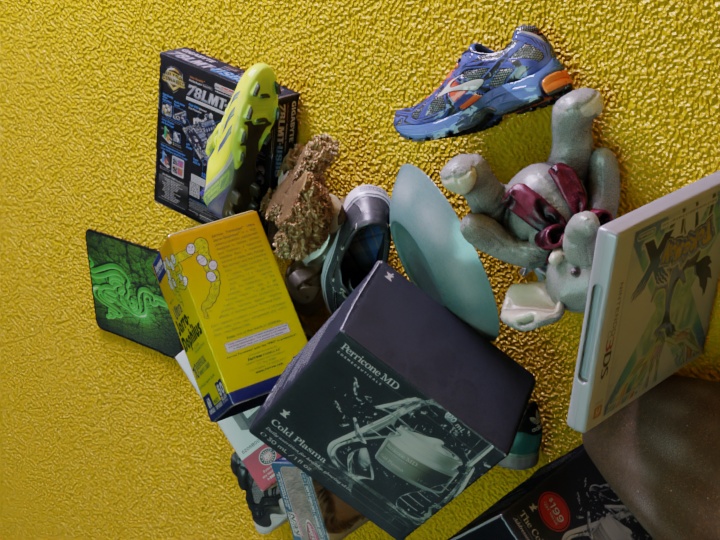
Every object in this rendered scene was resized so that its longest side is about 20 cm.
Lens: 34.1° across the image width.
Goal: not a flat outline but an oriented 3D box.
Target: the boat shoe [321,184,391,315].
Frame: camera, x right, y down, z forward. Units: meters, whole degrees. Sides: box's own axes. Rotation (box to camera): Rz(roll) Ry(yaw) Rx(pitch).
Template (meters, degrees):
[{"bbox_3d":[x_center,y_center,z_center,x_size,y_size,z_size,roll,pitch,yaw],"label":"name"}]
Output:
[{"bbox_3d":[0.000,0.000,1.285,0.066,0.070,0.200,-95,16,-45],"label":"boat shoe"}]

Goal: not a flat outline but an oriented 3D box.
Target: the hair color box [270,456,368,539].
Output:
[{"bbox_3d":[0.000,0.219,1.312,0.060,0.200,0.100,-7,103,44],"label":"hair color box"}]

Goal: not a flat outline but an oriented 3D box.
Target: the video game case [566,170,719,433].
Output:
[{"bbox_3d":[0.250,0.023,0.992,0.022,0.200,0.183,25,123,36],"label":"video game case"}]

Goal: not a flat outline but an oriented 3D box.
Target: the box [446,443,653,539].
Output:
[{"bbox_3d":[0.213,0.300,1.161,0.104,0.182,0.200,-41,79,44],"label":"box"}]

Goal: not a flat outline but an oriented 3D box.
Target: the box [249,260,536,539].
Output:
[{"bbox_3d":[0.031,0.133,1.170,0.200,0.124,0.197,37,130,-5],"label":"box"}]

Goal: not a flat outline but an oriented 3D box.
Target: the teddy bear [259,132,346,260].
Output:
[{"bbox_3d":[-0.060,-0.076,1.285,0.145,0.067,0.200,-68,17,-8],"label":"teddy bear"}]

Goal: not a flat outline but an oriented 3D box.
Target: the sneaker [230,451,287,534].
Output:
[{"bbox_3d":[-0.104,0.259,1.517,0.114,0.075,0.200,55,135,11],"label":"sneaker"}]

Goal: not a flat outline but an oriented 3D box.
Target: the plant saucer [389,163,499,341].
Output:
[{"bbox_3d":[0.073,-0.010,1.188,0.201,0.039,0.201,60,170,18],"label":"plant saucer"}]

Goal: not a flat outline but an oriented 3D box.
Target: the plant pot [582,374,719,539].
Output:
[{"bbox_3d":[0.301,0.171,1.044,0.200,0.186,0.188,31,128,47],"label":"plant pot"}]

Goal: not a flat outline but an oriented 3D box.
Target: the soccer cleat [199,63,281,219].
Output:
[{"bbox_3d":[-0.144,-0.147,1.324,0.084,0.065,0.201,36,128,27],"label":"soccer cleat"}]

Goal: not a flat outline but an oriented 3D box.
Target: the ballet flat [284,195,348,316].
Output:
[{"bbox_3d":[-0.054,-0.012,1.362,0.069,0.063,0.200,47,133,18],"label":"ballet flat"}]

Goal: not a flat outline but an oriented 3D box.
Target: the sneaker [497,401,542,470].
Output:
[{"bbox_3d":[0.109,0.141,1.275,0.199,0.071,0.080,19,120,27],"label":"sneaker"}]

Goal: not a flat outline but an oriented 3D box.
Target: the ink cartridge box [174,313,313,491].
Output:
[{"bbox_3d":[-0.109,0.141,1.424,0.145,0.083,0.200,-38,79,11],"label":"ink cartridge box"}]

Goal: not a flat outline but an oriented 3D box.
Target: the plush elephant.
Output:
[{"bbox_3d":[0.185,-0.029,1.058,0.155,0.164,0.200,55,166,50],"label":"plush elephant"}]

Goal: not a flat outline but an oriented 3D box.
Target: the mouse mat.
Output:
[{"bbox_3d":[-0.325,0.033,1.677,0.200,0.008,0.162,16,118,39],"label":"mouse mat"}]

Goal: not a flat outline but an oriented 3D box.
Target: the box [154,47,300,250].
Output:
[{"bbox_3d":[-0.166,-0.147,1.418,0.200,0.050,0.199,25,121,32],"label":"box"}]

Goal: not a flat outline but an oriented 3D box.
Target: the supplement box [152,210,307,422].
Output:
[{"bbox_3d":[-0.143,0.052,1.318,0.201,0.109,0.109,68,155,10],"label":"supplement box"}]

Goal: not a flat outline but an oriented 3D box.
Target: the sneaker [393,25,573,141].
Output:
[{"bbox_3d":[0.113,-0.178,1.138,0.200,0.075,0.079,-17,87,38],"label":"sneaker"}]
